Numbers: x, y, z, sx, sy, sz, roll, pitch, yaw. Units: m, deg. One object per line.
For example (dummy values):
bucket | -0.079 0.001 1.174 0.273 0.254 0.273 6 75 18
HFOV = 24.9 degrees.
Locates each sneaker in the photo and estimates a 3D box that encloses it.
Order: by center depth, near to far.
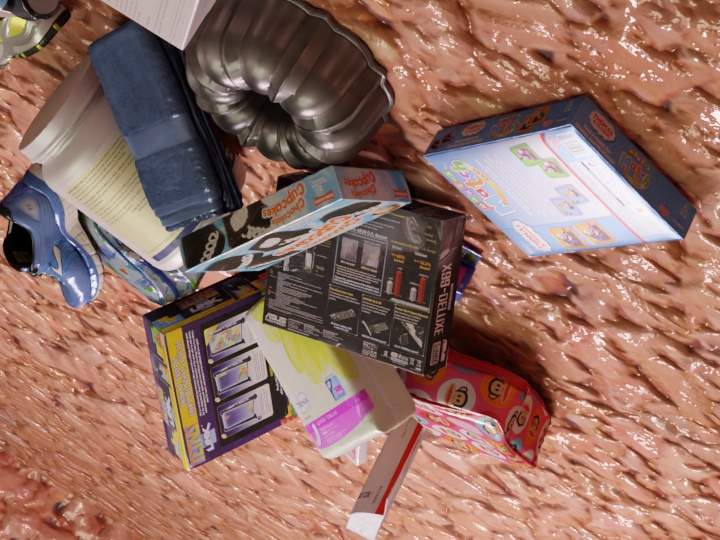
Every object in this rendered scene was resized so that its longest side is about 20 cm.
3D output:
sneaker | -0.369 -0.251 1.655 0.199 0.076 0.076 -16 124 46
sneaker | -0.342 -0.026 1.762 0.078 0.089 0.201 36 156 36

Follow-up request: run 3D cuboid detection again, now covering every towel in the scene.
towel | -0.185 -0.140 1.554 0.111 0.048 0.201 -12 103 47

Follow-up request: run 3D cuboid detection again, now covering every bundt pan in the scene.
bundt pan | -0.074 -0.162 1.464 0.201 0.076 0.202 26 157 12

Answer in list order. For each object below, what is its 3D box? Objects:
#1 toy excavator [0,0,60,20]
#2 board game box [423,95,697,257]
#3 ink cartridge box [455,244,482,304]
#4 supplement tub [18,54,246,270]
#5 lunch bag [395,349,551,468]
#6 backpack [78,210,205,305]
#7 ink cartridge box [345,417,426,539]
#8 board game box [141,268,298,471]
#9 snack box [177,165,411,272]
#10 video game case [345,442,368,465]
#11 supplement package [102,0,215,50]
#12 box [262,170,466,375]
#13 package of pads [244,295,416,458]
toy excavator | -0.350 -0.323 1.408 0.099 0.196 0.199 8 178 41
board game box | 0.167 -0.075 1.402 0.151 0.037 0.199 41 154 -25
ink cartridge box | 0.049 0.004 1.712 0.119 0.042 0.200 29 156 1
supplement tub | -0.233 -0.111 1.670 0.200 0.146 0.145 38 156 -19
lunch bag | 0.114 0.151 1.848 0.175 0.082 0.200 16 164 25
backpack | -0.250 -0.055 1.836 0.199 0.155 0.163 26 170 -28
ink cartridge box | 0.040 0.238 2.050 0.047 0.161 0.200 25 157 7
board game box | -0.159 0.113 1.915 0.057 0.164 0.201 36 141 47
snack box | -0.063 -0.047 1.554 0.199 0.037 0.116 -23 168 33
video game case | -0.039 0.119 1.912 0.143 0.017 0.201 41 145 33
supplement package | -0.186 -0.291 1.270 0.199 0.120 0.121 31 159 -4
box | 0.000 0.000 1.623 0.199 0.159 0.050 16 -162 30
package of pads | -0.037 0.100 1.805 0.201 0.068 0.154 60 150 4
